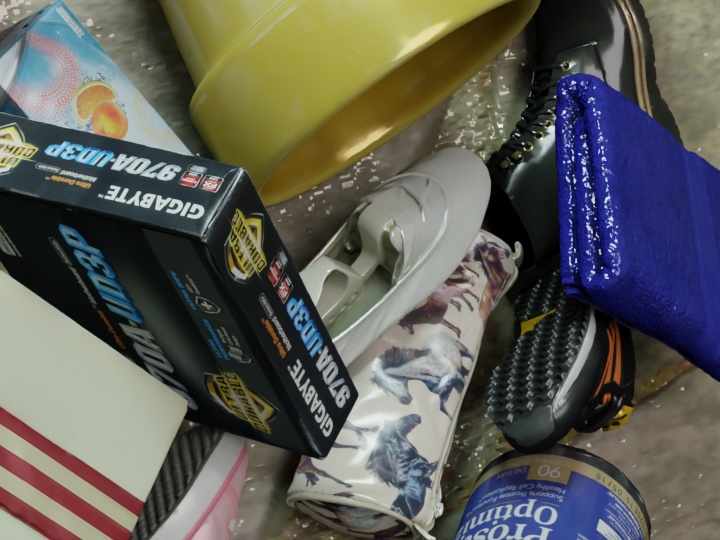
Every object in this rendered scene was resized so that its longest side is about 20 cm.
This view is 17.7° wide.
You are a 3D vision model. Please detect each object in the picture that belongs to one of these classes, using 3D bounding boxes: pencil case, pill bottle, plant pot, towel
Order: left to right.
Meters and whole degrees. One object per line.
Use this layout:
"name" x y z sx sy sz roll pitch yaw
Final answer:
"plant pot" -0.032 -0.168 1.289 0.200 0.201 0.189 -31 82 -32
"pencil case" 0.030 0.061 1.339 0.089 0.078 0.201 20 68 1
"pill bottle" 0.093 0.199 1.296 0.112 0.112 0.200 47 35 -16
"towel" 0.177 -0.017 1.379 0.200 0.049 0.149 31 46 -47

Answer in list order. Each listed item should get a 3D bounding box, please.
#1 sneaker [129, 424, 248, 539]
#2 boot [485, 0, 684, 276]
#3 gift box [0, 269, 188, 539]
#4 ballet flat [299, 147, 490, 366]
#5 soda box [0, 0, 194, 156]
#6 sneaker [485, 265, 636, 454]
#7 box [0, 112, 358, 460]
"sneaker" -0.100 0.184 1.242 0.105 0.075 0.201 43 62 -24
"boot" 0.114 -0.107 1.432 0.138 0.077 0.201 -27 95 -28
"gift box" -0.220 0.075 1.128 0.186 0.184 0.201 36 60 -31
"ballet flat" 0.000 0.000 1.296 0.200 0.069 0.069 -47 107 -11
"soda box" -0.132 -0.047 1.263 0.200 0.068 0.064 49 60 -16
"sneaker" 0.132 0.065 1.363 0.090 0.070 0.200 52 23 -14
"box" -0.101 0.009 1.170 0.046 0.158 0.200 -61 149 -26
